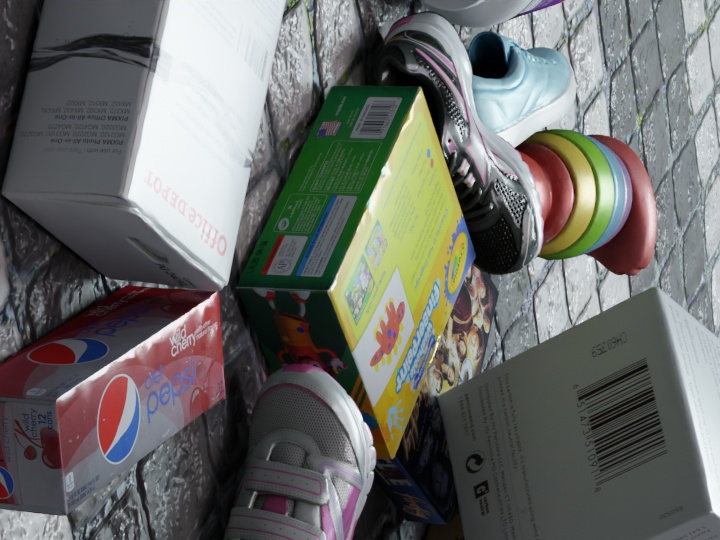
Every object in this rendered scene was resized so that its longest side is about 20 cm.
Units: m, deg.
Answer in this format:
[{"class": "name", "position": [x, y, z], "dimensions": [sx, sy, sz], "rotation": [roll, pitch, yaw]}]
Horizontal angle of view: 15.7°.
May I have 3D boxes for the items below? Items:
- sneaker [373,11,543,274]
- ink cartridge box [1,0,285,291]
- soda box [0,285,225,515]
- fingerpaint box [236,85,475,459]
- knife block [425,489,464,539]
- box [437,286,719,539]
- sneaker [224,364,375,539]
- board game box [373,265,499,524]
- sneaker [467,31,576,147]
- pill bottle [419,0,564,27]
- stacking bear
[{"class": "sneaker", "position": [0.058, -0.081, 1.875], "dimensions": [0.200, 0.080, 0.086], "rotation": [61, 29, -8]}, {"class": "ink cartridge box", "position": [-0.119, -0.105, 1.476], "dimensions": [0.145, 0.083, 0.200], "rotation": [45, 53, -61]}, {"class": "soda box", "position": [-0.147, 0.068, 1.457], "dimensions": [0.200, 0.063, 0.070], "rotation": [-36, 126, -62]}, {"class": "fingerpaint box", "position": [0.000, 0.000, 1.782], "dimensions": [0.167, 0.073, 0.200], "rotation": [69, 33, -42]}, {"class": "knife block", "position": [0.107, 0.196, 2.067], "dimensions": [0.200, 0.064, 0.176], "rotation": [67, 35, -45]}, {"class": "box", "position": [0.182, 0.153, 1.877], "dimensions": [0.131, 0.200, 0.199], "rotation": [36, 34, -43]}, {"class": "sneaker", "position": [-0.043, 0.162, 1.670], "dimensions": [0.088, 0.081, 0.200], "rotation": [-12, 103, -68]}, {"class": "board game box", "position": [0.051, 0.073, 1.958], "dimensions": [0.135, 0.035, 0.200], "rotation": [55, 43, -56]}, {"class": "sneaker", "position": [0.119, -0.154, 2.045], "dimensions": [0.200, 0.074, 0.082], "rotation": [-46, 137, -59]}, {"class": "pill bottle", "position": [0.102, -0.243, 1.944], "dimensions": [0.200, 0.112, 0.113], "rotation": [-26, 116, -63]}, {"class": "stacking bear", "position": [0.143, -0.057, 2.076], "dimensions": [0.200, 0.121, 0.114], "rotation": [-2, 102, -58]}]
